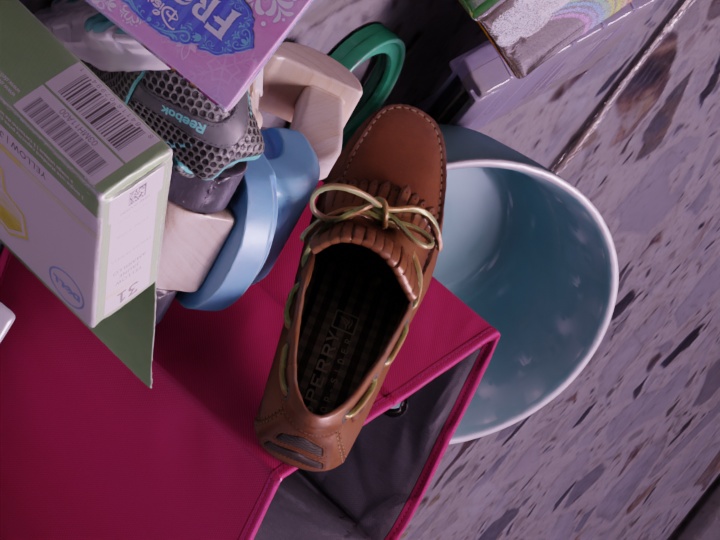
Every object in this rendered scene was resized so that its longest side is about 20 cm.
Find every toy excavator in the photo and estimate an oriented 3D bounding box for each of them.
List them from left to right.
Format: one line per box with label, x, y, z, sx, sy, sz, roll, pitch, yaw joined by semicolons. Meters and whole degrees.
toy excavator;-0.063;-0.055;1.482;0.199;0.195;0.100;9;124;-36

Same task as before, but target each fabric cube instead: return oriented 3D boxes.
fabric cube;-0.081;0.072;1.560;0.200;0.199;0.197;-30;153;-44

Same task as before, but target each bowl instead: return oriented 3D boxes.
bowl;0.042;-0.006;1.709;0.199;0.105;0.202;-8;126;-12

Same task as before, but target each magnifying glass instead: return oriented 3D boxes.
magnifying glass;-0.035;-0.059;1.691;0.200;0.022;0.079;-56;161;22

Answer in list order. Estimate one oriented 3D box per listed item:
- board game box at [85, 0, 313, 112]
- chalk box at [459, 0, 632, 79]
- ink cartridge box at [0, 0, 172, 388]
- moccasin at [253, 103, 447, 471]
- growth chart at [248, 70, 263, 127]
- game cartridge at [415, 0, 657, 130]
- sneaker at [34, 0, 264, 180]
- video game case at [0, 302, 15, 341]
board game box;-0.065;-0.198;1.057;0.200;0.200;0.041;-52;-178;8
chalk box;0.120;-0.218;1.499;0.200;0.124;0.124;-35;162;5
ink cartridge box;-0.150;-0.032;1.275;0.048;0.145;0.200;-37;158;-28
moccasin;-0.002;-0.001;1.426;0.202;0.073;0.078;-64;-179;-31
growth chart;-0.053;-0.154;1.327;0.200;0.018;0.146;84;9;-70
game cartridge;0.103;-0.128;1.724;0.129;0.038;0.200;-33;178;-11
sneaker;-0.094;-0.084;1.277;0.077;0.092;0.200;-26;-164;-10
video game case;-0.233;0.105;1.380;0.201;0.024;0.182;-57;-173;-10
